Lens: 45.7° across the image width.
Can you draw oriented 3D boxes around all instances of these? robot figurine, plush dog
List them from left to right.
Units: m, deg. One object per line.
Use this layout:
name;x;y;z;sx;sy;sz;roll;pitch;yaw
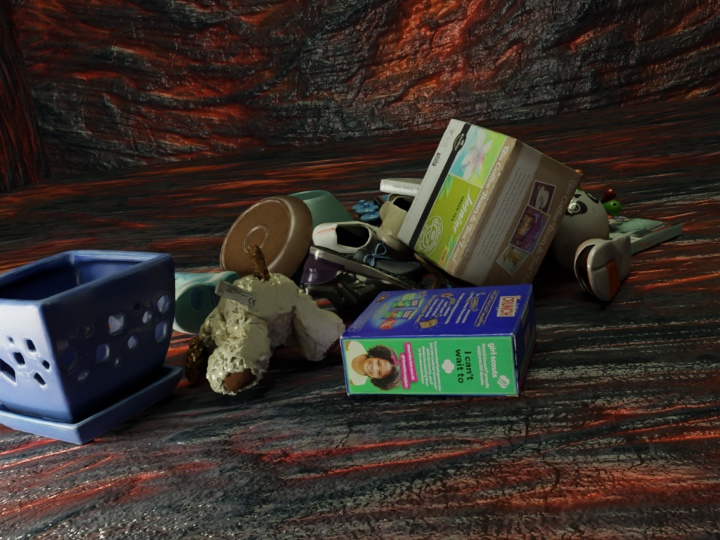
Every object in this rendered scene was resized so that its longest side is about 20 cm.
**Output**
plush dog;-0.145;0.069;1.093;0.198;0.162;0.171;-19;-8;-39
robot figurine;0.286;-0.066;1.321;0.198;0.152;0.124;7;-15;46

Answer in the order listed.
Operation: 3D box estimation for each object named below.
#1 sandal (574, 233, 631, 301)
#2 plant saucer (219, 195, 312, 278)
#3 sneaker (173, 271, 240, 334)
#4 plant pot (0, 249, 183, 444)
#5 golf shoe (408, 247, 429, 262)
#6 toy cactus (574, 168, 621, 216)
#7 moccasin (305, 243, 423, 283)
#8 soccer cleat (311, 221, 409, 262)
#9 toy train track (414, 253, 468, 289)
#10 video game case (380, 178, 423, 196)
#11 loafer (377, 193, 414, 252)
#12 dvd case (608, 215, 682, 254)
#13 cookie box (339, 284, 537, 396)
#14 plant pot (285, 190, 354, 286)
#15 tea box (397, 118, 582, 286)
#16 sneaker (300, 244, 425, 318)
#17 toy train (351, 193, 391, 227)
sandal;0.333;-0.007;1.196;0.058;0.080;0.206;-1;8;29
plant saucer;-0.167;-0.046;1.431;0.198;0.203;0.034;6;-23;43
sneaker;-0.280;0.050;1.320;0.129;0.081;0.200;-1;8;20
plant pot;-0.340;0.088;1.016;0.198;0.182;0.199;2;19;34
golf shoe;0.170;-0.068;1.428;0.198;0.095;0.078;-19;62;-27
toy cactus;0.359;-0.117;1.487;0.198;0.104;0.164;-11;2;32
moccasin;0.000;0.000;1.354;0.197;0.069;0.081;-5;16;14
soccer cleat;0.012;-0.046;1.428;0.198;0.070;0.085;9;-16;-33
toy train track;0.124;0.034;1.198;0.114;0.033;0.200;31;12;-18
video game case;0.151;-0.138;1.486;0.180;0.024;0.200;11;10;21
loafer;0.075;-0.092;1.440;0.075;0.069;0.200;33;21;-9
dvd case;0.415;-0.063;1.442;0.145;0.022;0.199;-19;17;-32
cookie box;0.098;0.080;0.999;0.197;0.076;0.171;-3;16;20
plant pot;-0.092;-0.067;1.522;0.197;0.137;0.200;-8;15;2
tea box;0.180;-0.090;1.231;0.132;0.202;0.197;21;8;-27
sneaker;0.007;0.036;1.247;0.198;0.089;0.076;21;3;14
toy train;0.051;-0.093;1.619;0.113;0.088;0.200;-14;15;-6
